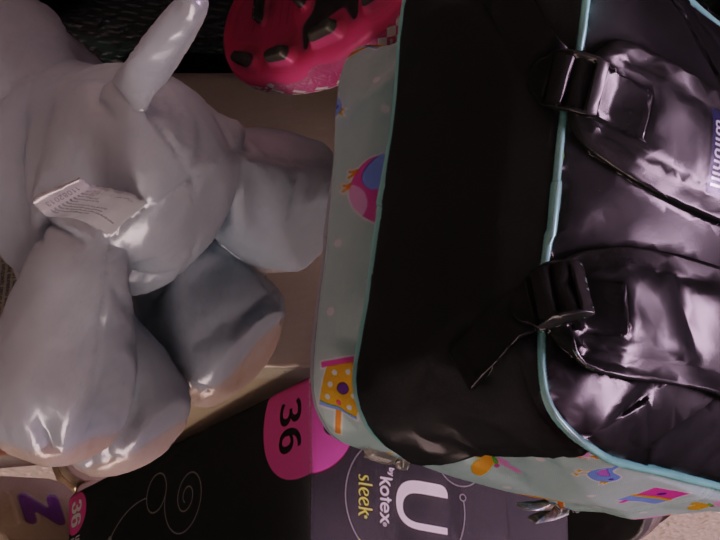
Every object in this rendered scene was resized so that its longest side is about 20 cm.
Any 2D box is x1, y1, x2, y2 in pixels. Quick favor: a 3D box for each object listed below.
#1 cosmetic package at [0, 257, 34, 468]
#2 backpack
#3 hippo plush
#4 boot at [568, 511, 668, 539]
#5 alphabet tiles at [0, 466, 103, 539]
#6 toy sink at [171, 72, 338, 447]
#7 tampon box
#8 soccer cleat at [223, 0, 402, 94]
[{"bbox_3d":[-0.168,0.032,1.206,0.200,0.103,0.087,-5,156,18],"label":"cosmetic package"},{"bbox_3d":[0.085,-0.001,0.900,0.200,0.176,0.153,17,161,-41],"label":"backpack"},{"bbox_3d":[-0.122,-0.028,0.946,0.161,0.159,0.200,30,174,25],"label":"hippo plush"},{"bbox_3d":[0.116,0.093,1.279,0.200,0.069,0.174,-2,-170,39],"label":"boot"},{"bbox_3d":[-0.079,0.149,1.235,0.196,0.200,0.015,6,131,-33],"label":"alphabet tiles"},{"bbox_3d":[0.000,0.000,1.089,0.200,0.130,0.112,-1,157,-1],"label":"toy sink"},{"bbox_3d":[-0.021,0.147,1.081,0.126,0.150,0.200,12,156,-30],"label":"tampon box"},{"bbox_3d":[0.036,-0.103,0.936,0.086,0.070,0.200,24,147,-36],"label":"soccer cleat"}]
